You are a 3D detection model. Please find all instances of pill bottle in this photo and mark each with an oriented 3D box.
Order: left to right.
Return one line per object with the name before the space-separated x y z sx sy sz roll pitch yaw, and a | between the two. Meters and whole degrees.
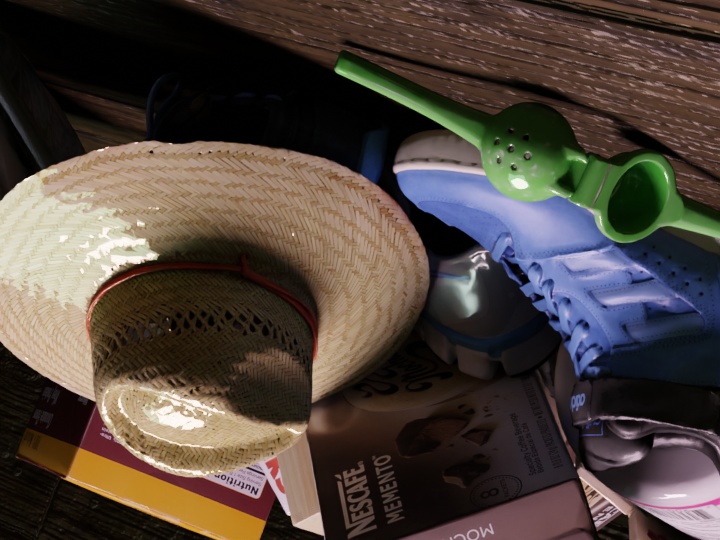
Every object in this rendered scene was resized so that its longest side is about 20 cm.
pill bottle | 0.175 0.070 1.099 0.113 0.114 0.200 17 172 29

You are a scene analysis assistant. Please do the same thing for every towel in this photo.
towel | -0.146 -0.024 1.145 0.201 0.048 0.171 62 -178 30

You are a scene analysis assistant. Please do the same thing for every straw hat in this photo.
straw hat | -0.067 0.039 0.990 0.199 0.085 0.202 -3 139 -2

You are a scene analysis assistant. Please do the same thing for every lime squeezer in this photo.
lime squeezer | 0.082 -0.034 0.885 0.199 0.038 0.071 21 174 -5

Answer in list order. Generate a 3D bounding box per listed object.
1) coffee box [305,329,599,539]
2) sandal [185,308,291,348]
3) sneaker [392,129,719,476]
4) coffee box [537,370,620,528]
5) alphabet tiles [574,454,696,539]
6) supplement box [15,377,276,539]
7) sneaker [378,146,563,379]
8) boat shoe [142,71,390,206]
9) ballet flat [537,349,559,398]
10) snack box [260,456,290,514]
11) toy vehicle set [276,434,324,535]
coffee box | 0.039 0.097 1.068 0.112 0.080 0.200 -18 -156 2
sandal | -0.064 0.016 1.156 0.081 0.055 0.200 27 -171 -35
sneaker | 0.094 0.021 0.970 0.199 0.112 0.077 21 174 2
coffee box | 0.092 0.099 1.317 0.200 0.113 0.080 9 -135 -59
alphabet tiles | 0.172 0.128 1.183 0.167 0.008 0.200 40 -164 -6
supplement box | -0.118 0.061 1.564 0.132 0.201 0.197 23 173 -16
sneaker | 0.011 -0.030 1.088 0.199 0.075 0.087 25 144 36
boat shoe | -0.064 -0.057 1.054 0.068 0.085 0.199 21 158 -31
ballet flat | 0.123 0.035 1.194 0.071 0.072 0.200 17 174 30
snack box | -0.068 0.039 1.351 0.201 0.024 0.072 62 -157 1
toy vehicle set | -0.015 0.061 1.347 0.026 0.201 0.124 -27 150 24
